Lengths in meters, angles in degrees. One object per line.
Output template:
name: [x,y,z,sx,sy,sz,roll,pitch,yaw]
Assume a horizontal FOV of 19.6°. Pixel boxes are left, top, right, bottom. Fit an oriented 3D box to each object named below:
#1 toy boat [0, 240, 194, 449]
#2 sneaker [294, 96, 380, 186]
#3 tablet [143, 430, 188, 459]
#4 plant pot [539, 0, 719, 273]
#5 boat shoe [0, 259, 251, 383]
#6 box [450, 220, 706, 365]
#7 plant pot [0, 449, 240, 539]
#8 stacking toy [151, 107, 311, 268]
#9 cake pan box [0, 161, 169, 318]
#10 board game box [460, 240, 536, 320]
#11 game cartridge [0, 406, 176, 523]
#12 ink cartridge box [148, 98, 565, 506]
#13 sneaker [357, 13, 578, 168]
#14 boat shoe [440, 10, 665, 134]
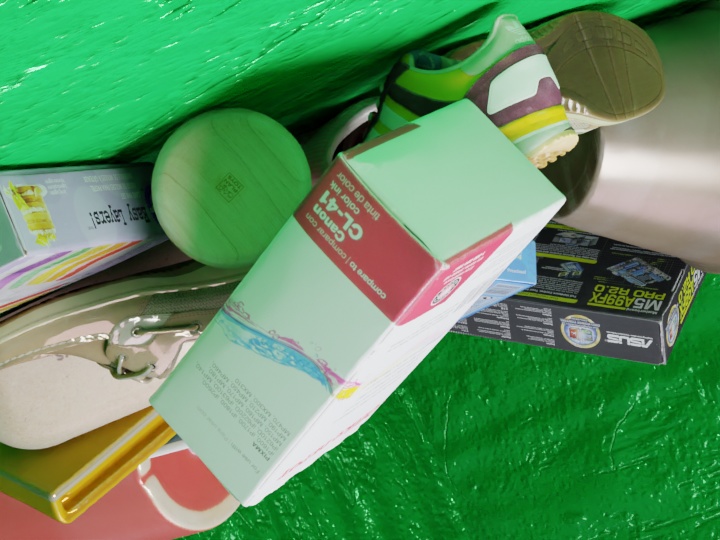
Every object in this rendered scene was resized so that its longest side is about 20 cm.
toy boat: [-0.171,0.018,1.324,0.199,0.131,0.131,-22,-153,-10]
sneaker: [0.031,-0.074,1.339,0.199,0.076,0.104,-15,178,-35]
tablet: [-0.122,0.081,1.389,0.199,0.014,0.130,-16,-147,1]
plant pot: [0.211,-0.093,1.483,0.173,0.201,0.200,-3,168,-27]
boat shoe: [-0.127,0.034,1.224,0.199,0.065,0.072,-15,-178,-20]
box: [0.163,-0.007,1.619,0.199,0.044,0.160,8,-139,23]
plant pot: [-0.183,0.119,1.525,0.177,0.202,0.200,-4,-172,35]
stacking toy: [-0.068,-0.049,1.192,0.085,0.086,0.200,-23,-177,1]
cake pan box: [-0.221,0.002,1.115,0.199,0.053,0.184,-24,174,19]
board game box: [0.000,0.000,1.453,0.199,0.037,0.151,6,165,-22]
game cartridge: [-0.199,0.078,1.388,0.199,0.033,0.176,17,-135,42]
ink cartridge box: [-0.003,0.016,1.117,0.200,0.086,0.147,-48,170,32]
sneaker: [0.031,-0.076,1.203,0.199,0.091,0.075,-24,174,34]
boat shoe: [0.108,-0.115,1.302,0.200,0.074,0.063,-16,180,-39]
